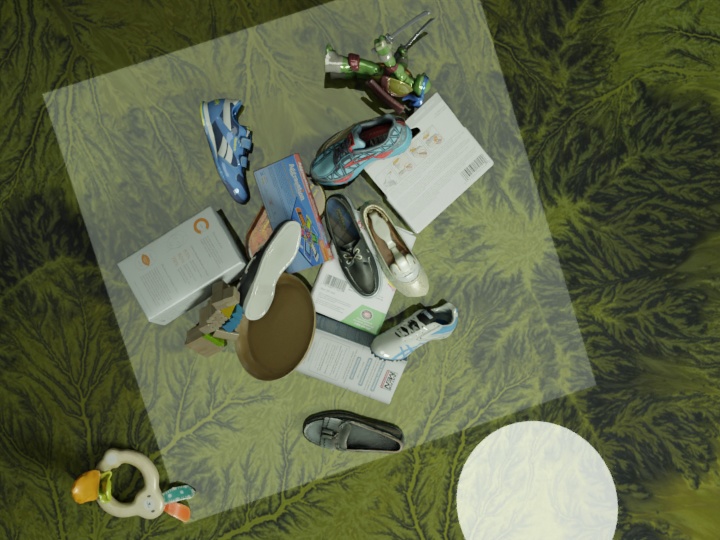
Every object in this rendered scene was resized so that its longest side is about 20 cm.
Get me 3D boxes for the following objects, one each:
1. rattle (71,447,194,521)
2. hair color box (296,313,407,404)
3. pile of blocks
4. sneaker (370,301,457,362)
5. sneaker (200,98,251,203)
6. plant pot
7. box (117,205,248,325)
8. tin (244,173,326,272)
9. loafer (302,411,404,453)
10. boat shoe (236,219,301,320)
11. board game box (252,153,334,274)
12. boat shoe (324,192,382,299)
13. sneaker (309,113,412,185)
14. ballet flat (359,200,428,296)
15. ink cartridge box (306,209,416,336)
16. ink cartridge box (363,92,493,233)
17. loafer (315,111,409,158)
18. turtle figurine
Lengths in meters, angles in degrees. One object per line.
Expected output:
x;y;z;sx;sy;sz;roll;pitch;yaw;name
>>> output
-0.410;0.413;1.587;0.199;0.143;0.131;32;72;3;rattle
-0.019;0.164;1.617;0.198;0.061;0.100;20;113;-3;hair color box
-0.257;0.082;1.585;0.081;0.200;0.063;16;48;-23;pile of blocks
0.098;0.109;1.593;0.199;0.072;0.073;-21;135;-34;sneaker
-0.236;-0.226;1.601;0.081;0.074;0.202;-16;94;-4;sneaker
-0.153;0.105;1.588;0.199;0.027;0.202;-12;70;35;plant pot
-0.320;-0.007;1.582;0.199;0.098;0.125;-31;81;-1;box
-0.139;-0.089;1.628;0.111;0.042;0.201;30;90;1;tin
-0.012;0.311;1.635;0.198;0.063;0.073;7;92;-3;loafer
-0.172;-0.009;1.572;0.060;0.073;0.201;38;111;39;boat shoe
-0.123;-0.101;1.574;0.102;0.019;0.202;-17;92;34;board game box
-0.018;-0.042;1.536;0.068;0.057;0.202;-22;90;10;boat shoe
-0.011;-0.224;1.533;0.199;0.095;0.080;-27;69;9;sneaker
0.057;-0.034;1.542;0.067;0.062;0.201;-34;93;1;ballet flat
0.000;0.000;1.614;0.144;0.084;0.202;22;91;-3;ink cartridge box
0.121;-0.201;1.618;0.200;0.045;0.176;-42;104;-1;ink cartridge box
0.006;-0.246;1.613;0.199;0.067;0.077;-30;91;-3;loafer
0.039;-0.401;1.572;0.192;0.144;0.202;7;126;8;turtle figurine
